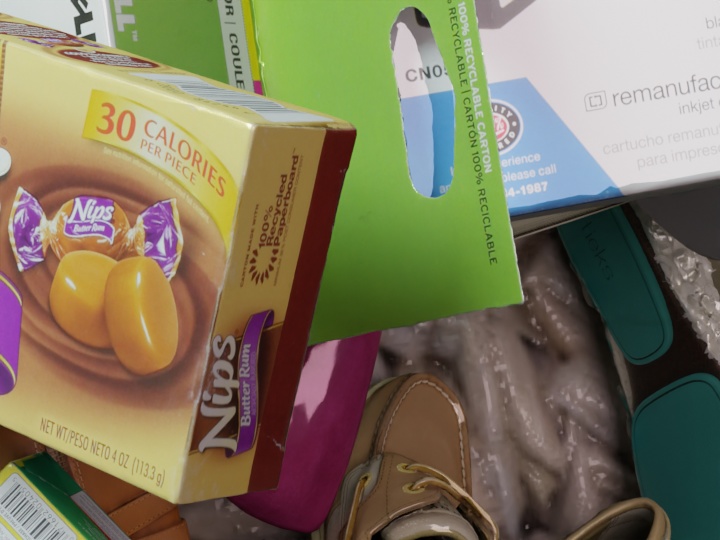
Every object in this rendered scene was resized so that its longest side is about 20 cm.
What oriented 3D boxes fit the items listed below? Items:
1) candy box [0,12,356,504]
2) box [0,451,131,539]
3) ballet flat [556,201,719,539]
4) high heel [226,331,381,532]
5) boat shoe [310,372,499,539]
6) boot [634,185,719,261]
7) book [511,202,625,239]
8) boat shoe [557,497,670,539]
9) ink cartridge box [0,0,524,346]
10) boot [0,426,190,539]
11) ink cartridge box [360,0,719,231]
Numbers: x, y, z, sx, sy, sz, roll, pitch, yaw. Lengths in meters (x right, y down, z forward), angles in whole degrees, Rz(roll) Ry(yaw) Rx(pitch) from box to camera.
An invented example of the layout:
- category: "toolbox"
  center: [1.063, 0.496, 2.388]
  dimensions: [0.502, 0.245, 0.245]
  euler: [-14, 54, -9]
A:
- category: "candy box"
  center: [-0.104, -0.015, 0.745]
  dimensions: [0.056, 0.199, 0.117]
  euler: [-3, 109, -56]
- category: "box"
  center: [-0.145, 0.176, 0.841]
  dimensions: [0.117, 0.048, 0.200]
  euler: [45, 96, 6]
- category: "ballet flat"
  center: [0.143, 0.038, 0.999]
  dimensions: [0.071, 0.072, 0.201]
  euler: [-14, 81, -22]
- category: "high heel"
  center: [0.000, 0.000, 0.907]
  dimensions: [0.200, 0.067, 0.096]
  euler: [-52, 125, -10]
- category: "boat shoe"
  center: [0.020, 0.114, 0.909]
  dimensions: [0.074, 0.066, 0.201]
  euler: [35, 42, -23]
- category: "boot"
  center: [0.109, -0.099, 0.933]
  dimensions: [0.200, 0.074, 0.096]
  euler: [46, 61, 6]
- category: "book"
  center: [0.086, -0.093, 0.979]
  dimensions: [0.199, 0.048, 0.134]
  euler: [-17, 69, -11]
- category: "boat shoe"
  center: [0.050, 0.165, 0.938]
  dimensions: [0.200, 0.073, 0.063]
  euler: [-32, 138, -24]
- category: "ink cartridge box"
  center: [-0.054, -0.042, 0.786]
  dimensions: [0.076, 0.199, 0.149]
  euler: [-4, 83, -47]
- category: "boot"
  center: [-0.091, 0.063, 0.915]
  dimensions: [0.199, 0.074, 0.155]
  euler: [-28, 97, -18]
- category: "ink cartridge box"
  center: [0.063, -0.121, 0.830]
  dimensions: [0.144, 0.084, 0.201]
  euler: [-10, 89, -6]
